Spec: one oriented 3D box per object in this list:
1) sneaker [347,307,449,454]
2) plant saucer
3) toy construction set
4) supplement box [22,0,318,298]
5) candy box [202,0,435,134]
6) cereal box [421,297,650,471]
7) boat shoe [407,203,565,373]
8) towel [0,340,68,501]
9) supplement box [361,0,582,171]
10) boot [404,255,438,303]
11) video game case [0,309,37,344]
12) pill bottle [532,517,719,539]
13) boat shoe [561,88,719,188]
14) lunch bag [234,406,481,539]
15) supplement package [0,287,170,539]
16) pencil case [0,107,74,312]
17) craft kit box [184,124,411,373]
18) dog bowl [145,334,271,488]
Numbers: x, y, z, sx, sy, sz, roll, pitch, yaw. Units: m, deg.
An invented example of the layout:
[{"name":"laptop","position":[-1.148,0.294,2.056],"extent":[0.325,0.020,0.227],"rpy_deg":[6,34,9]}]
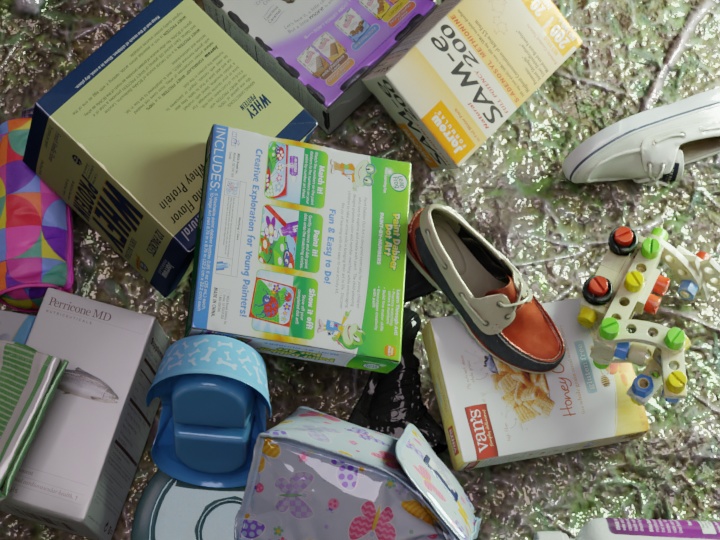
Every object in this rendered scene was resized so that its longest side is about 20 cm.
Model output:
[{"name":"sneaker","position":[0.046,0.145,1.363],"extent":[0.103,0.060,0.202],"rpy_deg":[22,77,9]},{"name":"plant saucer","position":[-0.123,0.252,1.343],"extent":[0.197,0.027,0.203],"rpy_deg":[-1,70,2]},{"name":"toy construction set","position":[0.283,0.032,1.352],"extent":[0.130,0.093,0.200],"rpy_deg":[24,48,17]},{"name":"supplement box","position":[-0.188,-0.126,1.382],"extent":[0.200,0.134,0.200],"rpy_deg":[43,64,0]},{"name":"candy box","position":[-0.046,-0.277,1.508],"extent":[0.168,0.072,0.200],"rpy_deg":[-43,76,-13]},{"name":"cereal box","position":[0.168,0.106,1.360],"extent":[0.197,0.040,0.146],"rpy_deg":[-8,71,-18]},{"name":"boat shoe","position":[0.122,0.017,1.322],"extent":[0.200,0.063,0.071],"rpy_deg":[46,64,-1]},{"name":"towel","position":[-0.366,0.128,1.293],"extent":[0.198,0.023,0.154],"rpy_deg":[10,71,37]},{"name":"supplement box","position":[0.117,-0.216,1.457],"extent":[0.200,0.073,0.126],"rpy_deg":[-46,106,-14]},{"name":"boot","position":[0.001,0.000,1.401],"extent":[0.198,0.066,0.165],"rpy_deg":[-27,33,-21]},{"name":"video game case","position":[-0.413,0.099,1.371],"extent":[0.198,0.018,0.145],"rpy_deg":[8,69,26]},{"name":"pill bottle","position":[0.257,0.283,1.280],"extent":[0.197,0.112,0.114],"rpy_deg":[2,70,2]},{"name":"boat shoe","position":[0.307,-0.122,1.451],"extent":[0.198,0.071,0.070],"rpy_deg":[-20,68,-13]},{"name":"lunch bag","position":[0.008,0.201,1.243],"extent":[0.198,0.170,0.129],"rpy_deg":[18,95,9]},{"name":"supplement package","position":[-0.268,0.139,1.337],"extent":[0.115,0.118,0.202],"rpy_deg":[14,70,9]},{"name":"pencil case","position":[-0.330,-0.061,1.430],"extent":[0.087,0.089,0.203],"rpy_deg":[-3,72,0]},{"name":"craft kit box","position":[-0.054,-0.020,1.290],"extent":[0.195,0.049,0.203],"rpy_deg":[10,68,-12]},{"name":"dog bowl","position":[-0.134,0.128,1.276],"extent":[0.110,0.201,0.050],"rpy_deg":[5,52,-1]}]
